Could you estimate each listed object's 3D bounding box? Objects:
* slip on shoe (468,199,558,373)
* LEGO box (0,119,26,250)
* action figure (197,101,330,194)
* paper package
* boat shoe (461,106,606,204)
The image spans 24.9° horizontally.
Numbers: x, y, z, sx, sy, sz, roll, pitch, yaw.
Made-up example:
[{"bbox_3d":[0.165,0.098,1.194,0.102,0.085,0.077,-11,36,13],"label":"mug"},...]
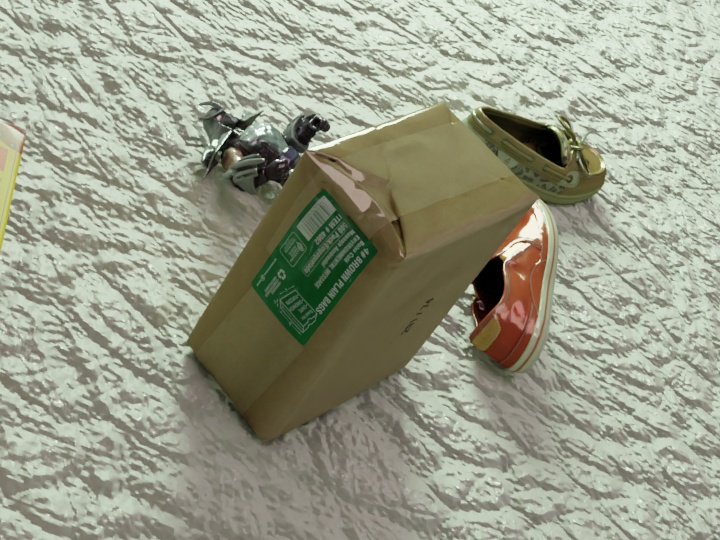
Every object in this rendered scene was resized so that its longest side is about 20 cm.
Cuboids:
[{"bbox_3d":[0.125,0.000,1.370,0.061,0.074,0.200,25,41,-13],"label":"slip on shoe"},{"bbox_3d":[-0.264,0.017,0.927,0.077,0.149,0.201,23,38,-20],"label":"LEGO box"},{"bbox_3d":[-0.047,-0.077,1.304,0.200,0.069,0.130,35,39,1],"label":"action figure"},{"bbox_3d":[0.000,0.000,1.141,0.103,0.200,0.190,46,36,14],"label":"paper package"},{"bbox_3d":[0.168,-0.111,1.539,0.199,0.063,0.073,3,47,-41],"label":"boat shoe"}]
